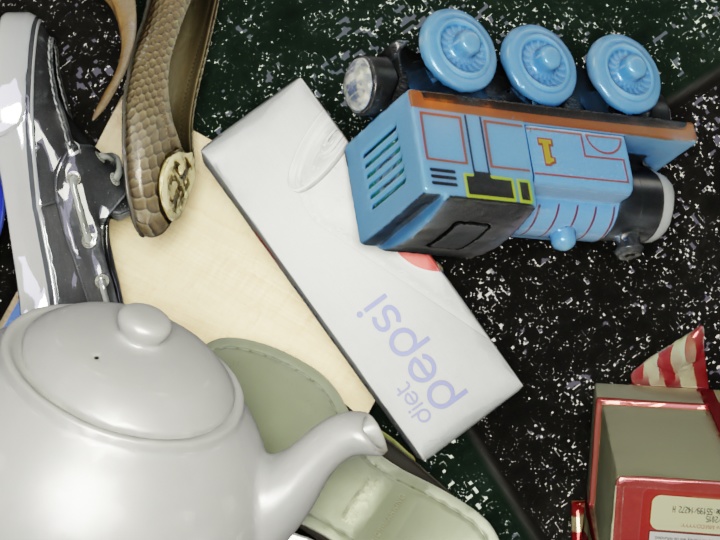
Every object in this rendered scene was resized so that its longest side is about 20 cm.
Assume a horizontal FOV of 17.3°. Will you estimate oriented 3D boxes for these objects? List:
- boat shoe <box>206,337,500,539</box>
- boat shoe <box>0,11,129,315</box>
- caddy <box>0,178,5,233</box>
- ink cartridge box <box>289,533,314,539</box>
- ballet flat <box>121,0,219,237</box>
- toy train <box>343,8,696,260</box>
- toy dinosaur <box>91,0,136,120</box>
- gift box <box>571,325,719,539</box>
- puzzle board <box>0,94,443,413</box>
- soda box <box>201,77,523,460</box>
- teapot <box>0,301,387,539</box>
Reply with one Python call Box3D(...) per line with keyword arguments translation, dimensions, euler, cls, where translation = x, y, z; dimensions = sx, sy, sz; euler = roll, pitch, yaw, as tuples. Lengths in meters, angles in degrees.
Box3D(translation=(-0.010, 0.111, 1.237), dimensions=(0.201, 0.061, 0.072), euler=(38, 82, 17), cls="boat shoe")
Box3D(translation=(-0.150, -0.037, 1.240), dimensions=(0.067, 0.072, 0.201), euler=(-7, 89, 1), cls="boat shoe")
Box3D(translation=(-0.282, -0.059, 1.239), dimensions=(0.200, 0.105, 0.142), euler=(37, 108, 0), cls="caddy")
Box3D(translation=(-0.083, 0.221, 1.256), dimensions=(0.173, 0.044, 0.201), euler=(22, 85, -1), cls="ink cartridge box")
Box3D(translation=(-0.093, -0.110, 1.245), dimensions=(0.046, 0.067, 0.201), euler=(2, 63, 6), cls="ballet flat")
Box3D(translation=(0.082, -0.064, 1.227), dimensions=(0.199, 0.087, 0.115), euler=(5, 66, -31), cls="toy train")
Box3D(translation=(-0.138, -0.171, 1.245), dimensions=(0.106, 0.060, 0.200), euler=(-51, 53, 15), cls="toy dinosaur")
Box3D(translation=(0.203, 0.142, 1.195), dimensions=(0.183, 0.187, 0.201), euler=(8, 101, 1), cls="gift box")
Box3D(translation=(-0.076, 0.017, 1.283), dimensions=(0.199, 0.017, 0.151), euler=(28, 87, 1), cls="puzzle board")
Box3D(translation=(0.000, 0.000, 1.245), dimensions=(0.068, 0.063, 0.200), euler=(-35, 89, -3), cls="soda box")
Box3D(translation=(-0.128, 0.080, 1.139), dimensions=(0.197, 0.199, 0.147), euler=(41, 123, 38), cls="teapot")
